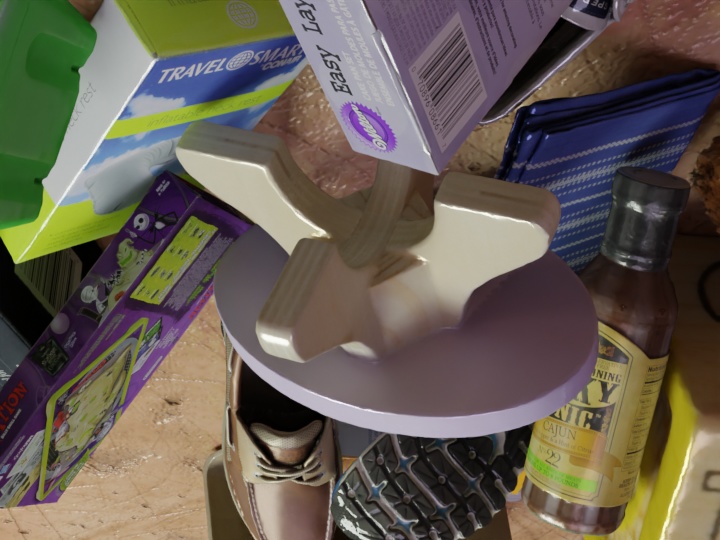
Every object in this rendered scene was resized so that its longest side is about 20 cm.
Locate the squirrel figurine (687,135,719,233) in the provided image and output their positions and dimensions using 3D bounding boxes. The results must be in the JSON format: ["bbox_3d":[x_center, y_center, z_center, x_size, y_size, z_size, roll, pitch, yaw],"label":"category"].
[{"bbox_3d":[0.267,-0.054,0.721,0.199,0.142,0.186,-31,129,33],"label":"squirrel figurine"}]

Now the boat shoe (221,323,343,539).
[{"bbox_3d":[-0.048,0.092,0.812,0.075,0.072,0.201,-8,111,-2],"label":"boat shoe"}]

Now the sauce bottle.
[{"bbox_3d":[0.137,0.044,0.766,0.064,0.065,0.202,7,105,-12],"label":"sauce bottle"}]

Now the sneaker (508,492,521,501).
[{"bbox_3d":[0.160,0.119,1.023,0.199,0.076,0.114,14,142,-31],"label":"sneaker"}]

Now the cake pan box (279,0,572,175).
[{"bbox_3d":[0.033,-0.162,0.493,0.052,0.185,0.200,20,153,39],"label":"cake pan box"}]

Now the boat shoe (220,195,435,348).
[{"bbox_3d":[0.000,0.000,0.848,0.199,0.076,0.060,-21,143,7],"label":"boat shoe"}]

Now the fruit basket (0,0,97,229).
[{"bbox_3d":[-0.230,-0.107,0.554,0.214,0.157,0.216,19,-177,-1],"label":"fruit basket"}]

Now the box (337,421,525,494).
[{"bbox_3d":[0.032,0.082,0.921,0.198,0.120,0.042,7,145,-12],"label":"box"}]

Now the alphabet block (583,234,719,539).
[{"bbox_3d":[0.253,0.109,0.862,0.198,0.196,0.198,3,122,-8],"label":"alphabet block"}]

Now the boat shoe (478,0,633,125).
[{"bbox_3d":[0.105,-0.140,0.646,0.073,0.066,0.200,14,143,-21],"label":"boat shoe"}]

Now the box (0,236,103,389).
[{"bbox_3d":[-0.270,0.014,0.815,0.198,0.118,0.197,-9,145,13],"label":"box"}]

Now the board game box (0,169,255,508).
[{"bbox_3d":[-0.137,0.042,0.751,0.200,0.032,0.120,-53,163,1],"label":"board game box"}]

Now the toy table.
[{"bbox_3d":[0.012,-0.011,0.661,0.198,0.185,0.117,3,143,15],"label":"toy table"}]

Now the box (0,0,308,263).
[{"bbox_3d":[-0.096,-0.085,0.688,0.122,0.048,0.200,-22,164,-43],"label":"box"}]

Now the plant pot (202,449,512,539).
[{"bbox_3d":[0.016,0.223,1.077,0.199,0.201,0.177,-27,148,32],"label":"plant pot"}]

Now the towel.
[{"bbox_3d":[0.111,-0.030,0.784,0.144,0.024,0.201,-17,148,-32],"label":"towel"}]

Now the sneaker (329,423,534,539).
[{"bbox_3d":[0.065,0.102,0.849,0.199,0.079,0.090,-32,-175,-21],"label":"sneaker"}]
